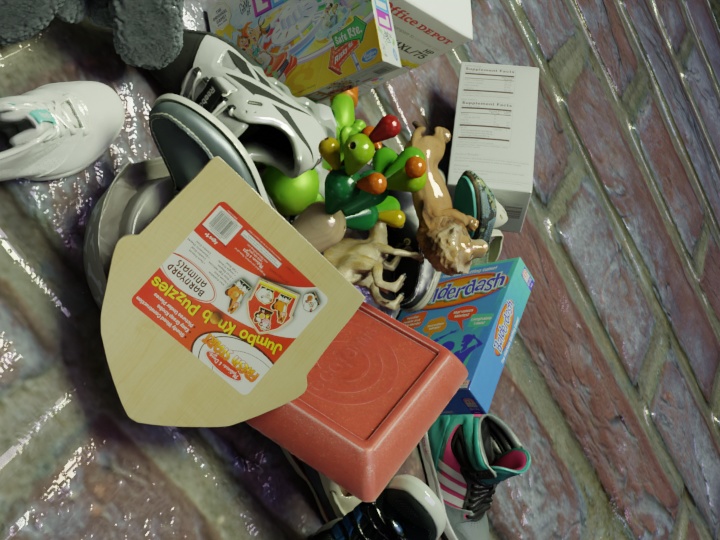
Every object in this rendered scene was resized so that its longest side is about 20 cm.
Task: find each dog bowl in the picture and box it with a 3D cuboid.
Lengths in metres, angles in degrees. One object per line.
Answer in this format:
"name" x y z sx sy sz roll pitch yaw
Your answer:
"dog bowl" -0.158 -0.013 0.670 0.200 0.059 0.201 16 67 -43

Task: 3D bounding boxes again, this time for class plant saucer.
"plant saucer" -0.018 0.094 0.707 0.200 0.199 0.037 -41 152 -45

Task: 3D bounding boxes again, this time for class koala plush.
"koala plush" -0.226 -0.308 0.612 0.177 0.184 0.201 4 54 -31

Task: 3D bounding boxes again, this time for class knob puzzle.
"knob puzzle" -0.122 0.040 0.604 0.219 0.030 0.221 -3 99 -20

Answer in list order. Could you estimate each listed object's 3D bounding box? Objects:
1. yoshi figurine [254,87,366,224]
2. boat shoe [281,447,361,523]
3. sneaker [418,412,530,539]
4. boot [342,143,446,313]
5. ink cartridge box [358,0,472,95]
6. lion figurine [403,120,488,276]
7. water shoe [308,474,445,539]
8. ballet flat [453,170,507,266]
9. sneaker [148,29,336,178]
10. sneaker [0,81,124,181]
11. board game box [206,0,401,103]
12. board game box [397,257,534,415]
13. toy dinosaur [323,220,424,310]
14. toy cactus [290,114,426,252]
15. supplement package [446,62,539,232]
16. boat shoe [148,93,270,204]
"yoshi figurine" -0.057 -0.132 0.786 0.112 0.112 0.201 15 70 -27
"boat shoe" -0.011 0.219 0.760 0.200 0.062 0.071 58 43 -20
"sneaker" 0.149 0.252 0.877 0.083 0.120 0.201 -20 94 -48
"boot" 0.028 -0.064 0.879 0.153 0.073 0.205 27 59 -35
"ink cartridge box" 0.001 -0.308 0.818 0.146 0.199 0.147 10 72 -44
"lion figurine" 0.081 -0.087 0.813 0.122 0.072 0.201 -1 65 -66
"water shoe" 0.003 0.255 0.665 0.072 0.200 0.079 47 42 6
"ballet flat" 0.153 -0.053 0.940 0.200 0.074 0.074 91 21 -50
"sneaker" -0.122 -0.155 0.684 0.199 0.074 0.089 29 40 -1
"sneaker" -0.255 -0.109 0.571 0.200 0.088 0.076 -37 105 -46
"board game box" -0.062 -0.233 0.728 0.034 0.199 0.135 -3 81 -56
"board game box" 0.104 0.077 0.854 0.045 0.152 0.200 53 46 -26
"toy dinosaur" 0.000 0.000 0.767 0.101 0.058 0.200 29 43 17
"toy cactus" -0.013 -0.074 0.701 0.102 0.165 0.200 52 0 5
"supplement package" 0.179 -0.170 1.006 0.114 0.109 0.201 82 16 -65
"boat shoe" -0.122 -0.054 0.625 0.200 0.073 0.062 60 43 -25
